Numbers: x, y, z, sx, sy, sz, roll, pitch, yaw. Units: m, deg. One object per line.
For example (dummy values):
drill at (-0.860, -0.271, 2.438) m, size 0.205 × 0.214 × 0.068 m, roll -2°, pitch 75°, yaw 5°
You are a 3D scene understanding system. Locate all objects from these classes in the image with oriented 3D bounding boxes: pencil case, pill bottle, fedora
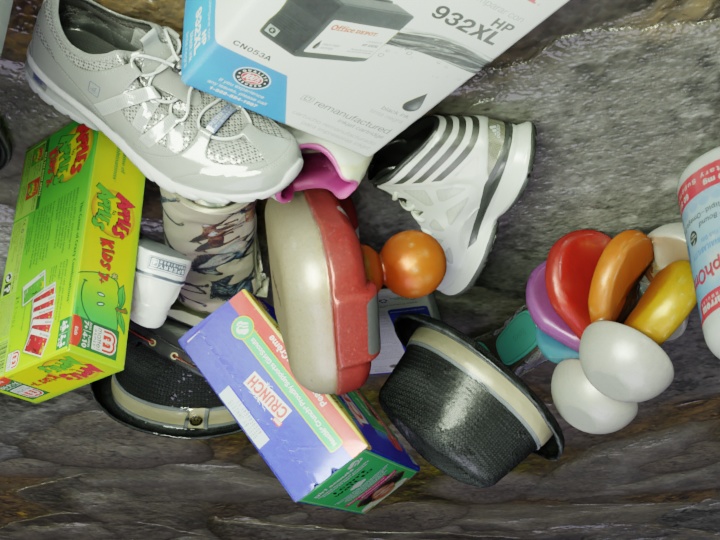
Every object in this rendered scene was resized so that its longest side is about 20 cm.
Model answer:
pencil case at (-0.118, -0.037, 0.826) m, size 0.089 × 0.078 × 0.200 m, roll -2°, pitch 153°, yaw -8°
pill bottle at (0.316, 0.006, 0.782) m, size 0.109 × 0.200 × 0.109 m, roll 0°, pitch 152°, yaw 0°
fedora at (0.090, 0.134, 0.947) m, size 0.200 × 0.092 × 0.201 m, roll 38°, pitch 164°, yaw 13°
fedora at (-0.170, 0.084, 1.014) m, size 0.200 × 0.201 × 0.092 m, roll 4°, pitch 119°, yaw -7°

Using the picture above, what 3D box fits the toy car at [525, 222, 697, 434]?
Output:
toy car at (0.223, 0.036, 0.915) m, size 0.150 × 0.175 × 0.200 m, roll 34°, pitch 154°, yaw 10°

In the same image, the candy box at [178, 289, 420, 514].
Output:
candy box at (-0.045, 0.118, 0.859) m, size 0.077 × 0.169 × 0.200 m, roll -41°, pitch 158°, yaw 3°

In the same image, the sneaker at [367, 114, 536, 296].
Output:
sneaker at (0.057, -0.058, 0.814) m, size 0.115 × 0.076 × 0.201 m, roll 13°, pitch 143°, yaw -6°

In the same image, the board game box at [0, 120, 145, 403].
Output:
board game box at (-0.212, -0.014, 0.738) m, size 0.101 × 0.200 × 0.048 m, roll -21°, pitch 146°, yaw 34°

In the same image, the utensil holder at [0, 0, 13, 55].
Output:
utensil holder at (-0.253, -0.146, 0.490) m, size 0.170 × 0.200 × 0.170 m, roll -1°, pitch 152°, yaw -1°

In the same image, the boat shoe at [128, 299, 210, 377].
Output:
boat shoe at (-0.203, 0.041, 0.922) m, size 0.201 × 0.063 × 0.074 m, roll 23°, pitch -168°, yaw 5°

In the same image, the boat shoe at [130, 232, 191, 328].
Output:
boat shoe at (-0.203, -0.003, 0.810) m, size 0.073 × 0.065 × 0.200 m, roll 17°, pitch -178°, yaw -31°

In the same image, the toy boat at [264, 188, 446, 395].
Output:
toy boat at (0.000, 0.000, 0.755) m, size 0.130 × 0.200 × 0.131 m, roll -7°, pitch 115°, yaw -9°

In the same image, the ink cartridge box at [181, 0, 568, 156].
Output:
ink cartridge box at (0.007, -0.165, 0.579) m, size 0.145 × 0.084 × 0.200 m, roll 19°, pitch 146°, yaw -31°

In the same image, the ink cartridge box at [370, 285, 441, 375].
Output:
ink cartridge box at (0.035, 0.055, 1.048) m, size 0.095 × 0.037 × 0.200 m, roll -7°, pitch 149°, yaw 10°

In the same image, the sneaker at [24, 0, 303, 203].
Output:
sneaker at (-0.127, -0.110, 0.632) m, size 0.200 × 0.075 × 0.082 m, roll 27°, pitch 142°, yaw 4°

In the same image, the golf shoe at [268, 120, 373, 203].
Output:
golf shoe at (-0.086, -0.094, 0.708) m, size 0.200 × 0.092 × 0.075 m, roll 0°, pitch 153°, yaw 3°

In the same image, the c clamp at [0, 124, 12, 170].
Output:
c clamp at (-0.352, -0.122, 0.726) m, size 0.171 × 0.027 × 0.200 m, roll -8°, pitch 150°, yaw 2°

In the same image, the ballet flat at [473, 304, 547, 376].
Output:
ballet flat at (0.164, 0.091, 1.091) m, size 0.072 × 0.072 × 0.200 m, roll 12°, pitch 151°, yaw -22°
